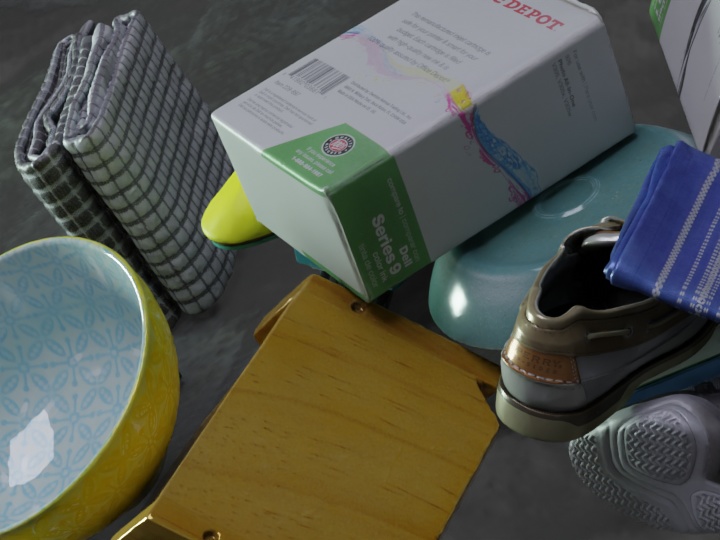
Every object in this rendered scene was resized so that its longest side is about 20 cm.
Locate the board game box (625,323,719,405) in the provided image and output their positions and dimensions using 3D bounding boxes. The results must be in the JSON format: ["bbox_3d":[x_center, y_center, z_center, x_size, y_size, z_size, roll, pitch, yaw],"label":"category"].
[{"bbox_3d":[0.192,0.010,1.374,0.152,0.040,0.200,-23,29,15],"label":"board game box"}]

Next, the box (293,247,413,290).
[{"bbox_3d":[0.044,-0.069,1.596,0.082,0.049,0.200,16,44,34],"label":"box"}]

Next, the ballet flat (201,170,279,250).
[{"bbox_3d":[-0.016,-0.083,1.531,0.199,0.067,0.067,-25,40,-17],"label":"ballet flat"}]

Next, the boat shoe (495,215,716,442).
[{"bbox_3d":[0.136,0.011,1.246,0.074,0.069,0.200,19,35,22],"label":"boat shoe"}]

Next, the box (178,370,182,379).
[{"bbox_3d":[-0.226,0.099,1.629,0.199,0.049,0.118,-3,39,38],"label":"box"}]

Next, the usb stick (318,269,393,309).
[{"bbox_3d":[0.000,0.000,1.586,0.055,0.033,0.201,-8,34,18],"label":"usb stick"}]

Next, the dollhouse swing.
[{"bbox_3d":[-0.043,0.140,1.396,0.181,0.176,0.200,26,48,8],"label":"dollhouse swing"}]

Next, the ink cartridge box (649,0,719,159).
[{"bbox_3d":[0.257,-0.125,1.413,0.145,0.085,0.200,13,29,-10],"label":"ink cartridge box"}]

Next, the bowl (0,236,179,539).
[{"bbox_3d":[-0.176,0.092,1.461,0.199,0.108,0.201,-20,51,26],"label":"bowl"}]

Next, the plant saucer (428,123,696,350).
[{"bbox_3d":[0.124,-0.030,1.412,0.199,0.036,0.200,-22,27,12],"label":"plant saucer"}]

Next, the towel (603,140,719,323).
[{"bbox_3d":[0.227,-0.001,1.207,0.199,0.024,0.145,18,31,11],"label":"towel"}]

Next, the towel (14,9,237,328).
[{"bbox_3d":[-0.160,-0.071,1.718,0.085,0.166,0.200,-27,27,19],"label":"towel"}]

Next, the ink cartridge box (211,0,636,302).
[{"bbox_3d":[0.038,-0.087,1.437,0.199,0.088,0.145,-34,34,-16],"label":"ink cartridge box"}]

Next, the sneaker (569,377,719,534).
[{"bbox_3d":[0.208,0.069,1.235,0.199,0.076,0.114,-9,29,34],"label":"sneaker"}]
